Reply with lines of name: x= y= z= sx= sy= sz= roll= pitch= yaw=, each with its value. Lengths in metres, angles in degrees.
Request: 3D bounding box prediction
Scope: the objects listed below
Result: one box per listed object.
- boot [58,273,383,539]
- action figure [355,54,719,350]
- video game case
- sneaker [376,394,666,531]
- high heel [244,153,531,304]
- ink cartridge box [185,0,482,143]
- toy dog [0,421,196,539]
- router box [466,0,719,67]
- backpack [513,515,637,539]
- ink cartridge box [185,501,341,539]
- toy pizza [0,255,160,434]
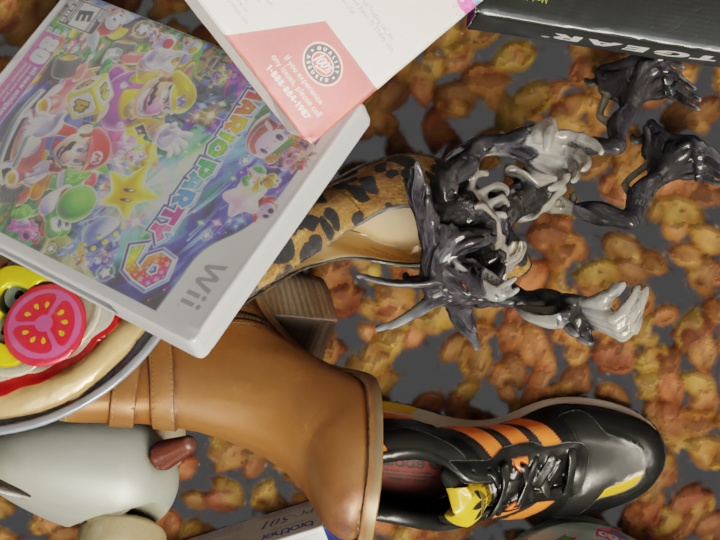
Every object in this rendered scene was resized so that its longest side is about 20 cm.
boot: x=-0.076 y=0.069 z=0.834 sx=0.153 sy=0.201 sz=0.074 roll=1 pitch=122 yaw=-20
action figure: x=0.097 y=-0.029 z=0.818 sx=0.199 sy=0.102 sz=0.120 roll=-36 pitch=121 yaw=-20
video game case: x=-0.112 y=-0.055 z=0.802 sx=0.199 sy=0.018 sz=0.144 roll=24 pitch=69 yaw=30
sneaker: x=0.074 y=0.118 z=0.914 sx=0.197 sy=0.090 sz=0.071 roll=1 pitch=109 yaw=1
high heel: x=0.000 y=0.000 z=0.842 sx=0.198 sy=0.144 sz=0.072 roll=23 pitch=136 yaw=-16
ink cartridge box: x=0.014 y=-0.166 z=0.732 sx=0.199 sy=0.067 sz=0.117 roll=-39 pitch=103 yaw=-3
toy dog: x=-0.167 y=0.095 z=0.870 sx=0.198 sy=0.133 sz=0.096 roll=2 pitch=149 yaw=-37
router box: x=0.159 y=-0.180 z=0.807 sx=0.197 sy=0.051 sz=0.151 roll=8 pitch=88 yaw=-3
backpack: x=0.151 y=0.237 z=0.936 sx=0.200 sy=0.127 sz=0.167 roll=41 pitch=94 yaw=-11
ink cartridge box: x=-0.098 y=0.212 z=0.974 sx=0.198 sy=0.044 sz=0.095 roll=-19 pitch=106 yaw=8
toy pizza: x=-0.180 y=-0.013 z=0.838 sx=0.198 sy=0.202 sz=0.032 roll=-12 pitch=150 yaw=5
